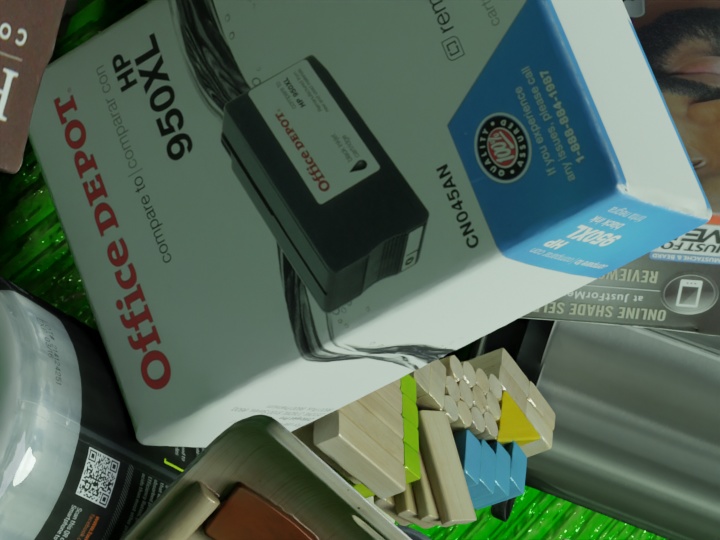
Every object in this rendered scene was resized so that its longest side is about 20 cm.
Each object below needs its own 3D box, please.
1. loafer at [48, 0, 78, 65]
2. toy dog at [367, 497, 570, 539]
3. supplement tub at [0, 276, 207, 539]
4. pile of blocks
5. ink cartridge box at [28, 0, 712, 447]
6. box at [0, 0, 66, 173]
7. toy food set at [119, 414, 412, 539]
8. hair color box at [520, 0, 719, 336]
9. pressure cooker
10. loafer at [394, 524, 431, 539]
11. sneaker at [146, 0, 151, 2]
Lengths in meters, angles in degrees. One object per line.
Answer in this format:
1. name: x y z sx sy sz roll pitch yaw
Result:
1. loafer: -0.121 -0.145 0.846 0.072 0.063 0.200 -7 106 -50
2. toy dog: 0.022 0.187 0.993 0.140 0.200 0.194 22 96 -59
3. supplement tub: -0.108 0.085 0.883 0.200 0.123 0.123 35 73 -49
4. pile of blocks: 0.014 0.072 0.970 0.200 0.062 0.082 14 57 -59
5. ink cartridge box: -0.004 -0.042 0.830 0.084 0.200 0.145 9 57 -61
6. box: -0.179 -0.152 0.689 0.166 0.164 0.200 17 87 -52
7. toy food set: -0.045 0.163 0.804 0.144 0.060 0.200 42 95 -14
8. hair color box: 0.093 -0.064 0.961 0.200 0.111 0.064 -85 180 -49
9. pressure cooker: 0.132 0.027 1.114 0.176 0.200 0.179 -57 164 -54
10. loafer: -0.036 0.171 0.882 0.200 0.072 0.063 -49 164 5
11. sneaker: -0.002 -0.159 0.847 0.200 0.077 0.084 -31 159 -1
